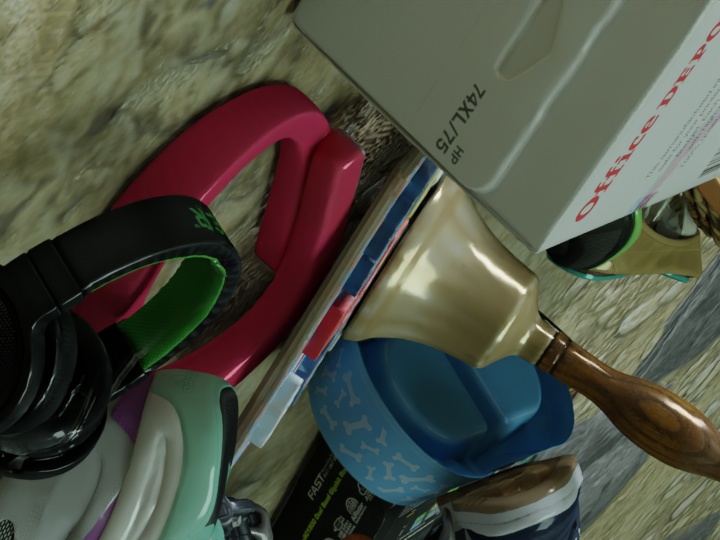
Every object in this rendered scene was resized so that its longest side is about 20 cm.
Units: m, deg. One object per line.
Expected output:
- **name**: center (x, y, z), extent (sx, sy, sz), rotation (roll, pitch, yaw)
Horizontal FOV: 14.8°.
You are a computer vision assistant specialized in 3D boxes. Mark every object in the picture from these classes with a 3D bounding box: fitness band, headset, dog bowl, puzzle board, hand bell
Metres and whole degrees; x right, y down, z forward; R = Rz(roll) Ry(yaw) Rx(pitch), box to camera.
- **fitness band**: center (-0.068, 0.000, 1.187), extent (0.143, 0.037, 0.200), rotation (-34, 158, -29)
- **headset**: center (-0.128, 0.050, 1.045), extent (0.199, 0.094, 0.124), rotation (-32, 162, -2)
- **dog bowl**: center (0.042, 0.066, 1.473), extent (0.049, 0.112, 0.200), rotation (-37, 169, 28)
- **puzzle board**: center (0.000, 0.000, 1.300), extent (0.200, 0.017, 0.151), rotation (-57, 177, 32)
- **hand bell**: center (0.102, 0.044, 1.365), extent (0.104, 0.199, 0.104), rotation (-57, 179, -2)

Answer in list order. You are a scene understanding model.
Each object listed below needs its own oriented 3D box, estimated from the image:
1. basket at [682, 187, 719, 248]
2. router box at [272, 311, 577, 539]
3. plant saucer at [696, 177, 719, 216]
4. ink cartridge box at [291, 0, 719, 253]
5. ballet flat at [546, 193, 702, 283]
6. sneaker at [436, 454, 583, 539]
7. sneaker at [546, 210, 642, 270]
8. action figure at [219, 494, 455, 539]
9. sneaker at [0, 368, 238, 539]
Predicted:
- **basket**: center (0.266, -0.073, 1.558), extent (0.143, 0.149, 0.200), rotation (-47, 149, -6)
- **router box**: center (0.035, 0.120, 1.645), extent (0.200, 0.062, 0.150), rotation (-29, 157, -45)
- **plant saucer**: center (0.220, -0.114, 1.387), extent (0.037, 0.201, 0.200), rotation (-3, -161, 43)
- **ink cartridge box**: center (0.105, -0.124, 1.125), extent (0.200, 0.146, 0.147), rotation (-22, 151, -55)
- **ballet flat**: center (0.168, -0.027, 1.640), extent (0.063, 0.068, 0.200), rotation (-67, 160, 10)
- **sneaker**: center (0.092, 0.159, 1.453), extent (0.070, 0.109, 0.200), rotation (-19, 177, -6)
- **sneaker**: center (0.100, -0.053, 1.429), extent (0.083, 0.077, 0.200), rotation (-26, 157, -6)
- **action figure**: center (-0.043, 0.172, 1.433), extent (0.192, 0.105, 0.200), rotation (-8, 166, 1)
- **sneaker**: center (-0.128, 0.129, 1.164), extent (0.078, 0.139, 0.201), rotation (-69, 166, -73)
